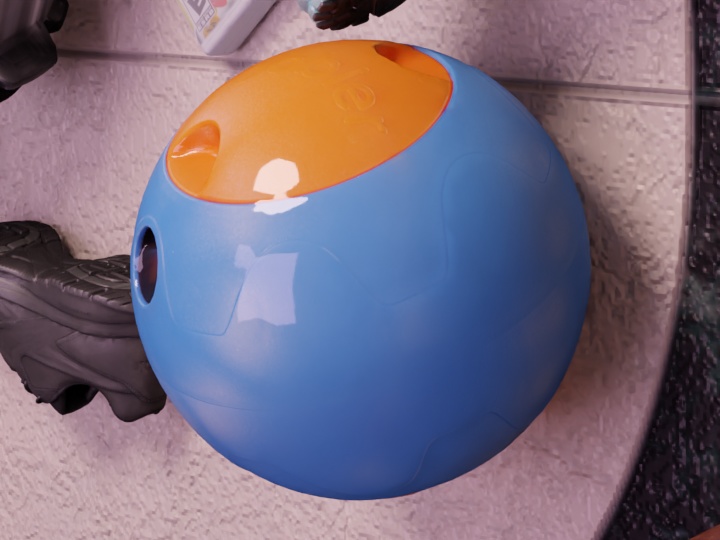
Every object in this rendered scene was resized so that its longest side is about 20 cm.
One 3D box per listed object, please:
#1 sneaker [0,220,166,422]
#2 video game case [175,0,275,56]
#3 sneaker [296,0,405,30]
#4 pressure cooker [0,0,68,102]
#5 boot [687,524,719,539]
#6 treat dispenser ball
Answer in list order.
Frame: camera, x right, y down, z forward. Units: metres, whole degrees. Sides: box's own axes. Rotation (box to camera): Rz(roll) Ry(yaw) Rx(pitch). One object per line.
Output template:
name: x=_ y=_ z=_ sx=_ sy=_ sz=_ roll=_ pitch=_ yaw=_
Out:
sneaker: x=-0.175 y=0.028 z=1.461 sx=0.200 sy=0.076 sz=0.091 roll=20 pitch=118 yaw=46
video game case: x=-0.061 y=-0.237 z=1.321 sx=0.200 sy=0.023 sz=0.182 roll=-47 pitch=63 yaw=42
sneaker: x=0.017 y=-0.196 z=1.122 sx=0.086 sy=0.078 sz=0.200 roll=53 pitch=124 yaw=18
pressure cooker: x=-0.234 y=-0.185 z=1.401 sx=0.200 sy=0.178 sz=0.176 roll=113 pitch=156 yaw=-47
boot: x=0.083 y=0.157 z=1.105 sx=0.188 sy=0.200 sz=0.069 roll=-23 pitch=80 yaw=47
treat dispenser ball: x=0.000 y=0.000 z=1.167 sx=0.200 sy=0.200 sz=0.202 roll=11 pitch=105 yaw=46
